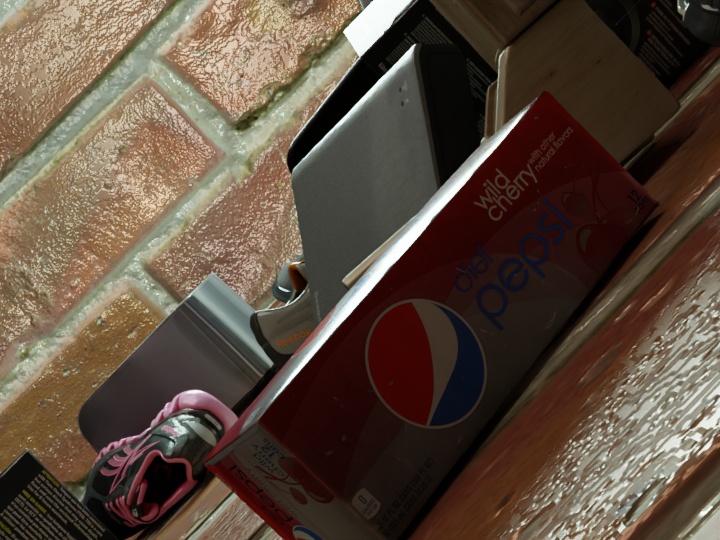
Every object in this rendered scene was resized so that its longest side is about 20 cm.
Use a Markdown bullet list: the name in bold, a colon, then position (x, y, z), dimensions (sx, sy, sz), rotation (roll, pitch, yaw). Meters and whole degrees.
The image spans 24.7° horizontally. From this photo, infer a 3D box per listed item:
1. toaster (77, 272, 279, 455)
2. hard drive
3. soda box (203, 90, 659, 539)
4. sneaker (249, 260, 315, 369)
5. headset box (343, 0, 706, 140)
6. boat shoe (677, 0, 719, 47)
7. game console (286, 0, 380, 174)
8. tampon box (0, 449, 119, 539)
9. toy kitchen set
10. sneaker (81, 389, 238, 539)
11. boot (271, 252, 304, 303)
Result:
- **toaster**: position (-0.157, 0.104, 1.536), dimensions (0.200, 0.119, 0.181), rotation (-45, 4, 8)
- **hard drive**: position (0.016, -0.026, 0.943), dimensions (0.033, 0.140, 0.200), rotation (-4, -15, -23)
- **soda box**: position (0.031, 0.021, 0.644), dimensions (0.200, 0.070, 0.063), rotation (-48, 4, -32)
- **sneaker**: position (0.000, 0.000, 1.205), dimensions (0.200, 0.079, 0.074), rotation (-46, 1, -28)
- **headset box**: position (0.113, -0.156, 0.975), dimensions (0.200, 0.149, 0.077), rotation (-46, 21, 8)
- **boat shoe**: position (0.184, -0.141, 0.738), dimensions (0.200, 0.075, 0.061), rotation (-25, -55, -56)
- **game console**: position (0.007, -0.114, 1.299), dimensions (0.116, 0.200, 0.176), rotation (-27, 50, 6)
- **tampon box**: position (-0.322, 0.277, 1.402), dimensions (0.200, 0.126, 0.150), rotation (-46, 4, -27)
- **toy kitchen set**: position (0.022, -0.096, 0.765), dimensions (0.180, 0.200, 0.163), rotation (-41, -6, -5)
- **sneaker**: position (-0.184, 0.184, 1.394), dimensions (0.200, 0.079, 0.095), rotation (-45, 15, 35)
- **boot**: position (-0.019, -0.022, 1.433), dimensions (0.200, 0.070, 0.132), rotation (-147, 77, -76)
